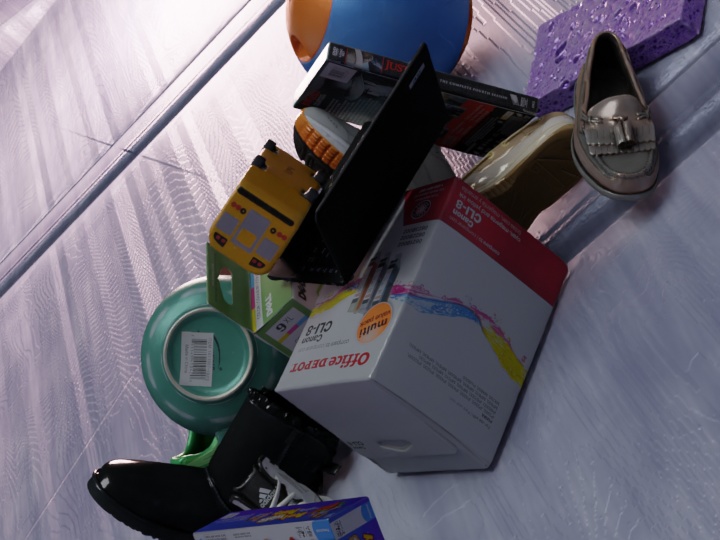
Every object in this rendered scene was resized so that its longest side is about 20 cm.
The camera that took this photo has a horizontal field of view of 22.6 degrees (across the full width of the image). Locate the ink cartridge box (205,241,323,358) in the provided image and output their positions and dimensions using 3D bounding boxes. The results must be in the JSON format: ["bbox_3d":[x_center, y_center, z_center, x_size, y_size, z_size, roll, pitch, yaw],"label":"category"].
[{"bbox_3d":[-0.046,0.034,1.646,0.059,0.200,0.104,-44,28,24],"label":"ink cartridge box"}]

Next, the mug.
[{"bbox_3d":[-0.120,0.092,1.699,0.152,0.185,0.114,-45,-10,3],"label":"mug"}]

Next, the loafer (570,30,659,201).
[{"bbox_3d":[0.215,-0.136,1.542,0.200,0.071,0.063,-92,0,-55],"label":"loafer"}]

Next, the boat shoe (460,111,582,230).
[{"bbox_3d":[0.126,-0.070,1.638,0.200,0.074,0.069,-37,27,13],"label":"boat shoe"}]

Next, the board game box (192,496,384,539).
[{"bbox_3d":[-0.044,0.259,1.449,0.045,0.135,0.200,-24,5,-38],"label":"board game box"}]

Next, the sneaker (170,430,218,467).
[{"bbox_3d":[-0.124,0.129,1.797,0.074,0.083,0.201,-12,47,55],"label":"sneaker"}]

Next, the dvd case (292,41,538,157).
[{"bbox_3d":[0.048,-0.154,1.657,0.146,0.199,0.022,138,143,-71],"label":"dvd case"}]

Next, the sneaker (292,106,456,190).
[{"bbox_3d":[0.028,-0.098,1.707,0.092,0.200,0.076,-56,9,-27],"label":"sneaker"}]

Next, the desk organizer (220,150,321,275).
[{"bbox_3d":[-0.098,-0.022,1.954,0.077,0.072,0.201,-32,33,42],"label":"desk organizer"}]

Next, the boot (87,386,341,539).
[{"bbox_3d":[-0.126,0.175,1.627,0.163,0.198,0.073,-54,28,15],"label":"boot"}]

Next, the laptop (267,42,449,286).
[{"bbox_3d":[-0.014,-0.087,1.520,0.200,0.103,0.178,5,57,57],"label":"laptop"}]

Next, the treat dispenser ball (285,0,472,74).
[{"bbox_3d":[0.020,-0.274,1.908,0.201,0.201,0.201,-39,29,28],"label":"treat dispenser ball"}]

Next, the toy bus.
[{"bbox_3d":[-0.080,-0.058,1.578,0.079,0.065,0.200,-57,4,11],"label":"toy bus"}]

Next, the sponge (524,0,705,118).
[{"bbox_3d":[0.237,-0.223,1.675,0.200,0.030,0.112,-27,37,44],"label":"sponge"}]

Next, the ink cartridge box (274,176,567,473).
[{"bbox_3d":[0.052,0.052,1.521,0.145,0.144,0.201,-13,47,53],"label":"ink cartridge box"}]

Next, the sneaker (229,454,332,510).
[{"bbox_3d":[-0.055,0.226,1.523,0.076,0.115,0.200,-53,28,1],"label":"sneaker"}]
